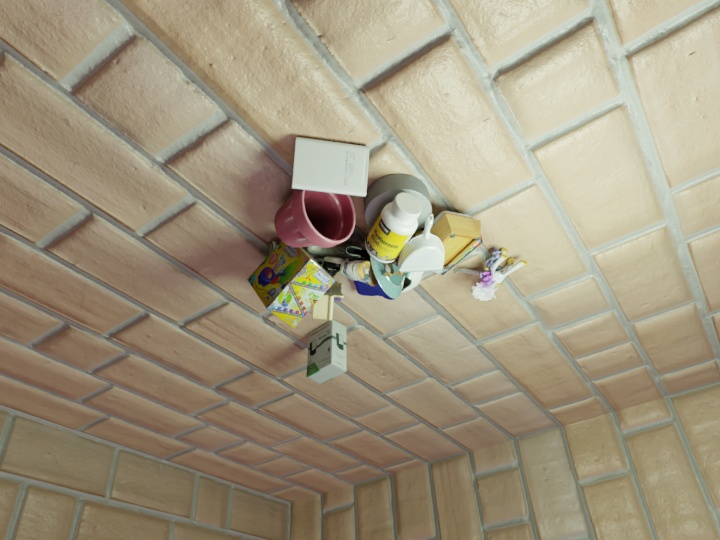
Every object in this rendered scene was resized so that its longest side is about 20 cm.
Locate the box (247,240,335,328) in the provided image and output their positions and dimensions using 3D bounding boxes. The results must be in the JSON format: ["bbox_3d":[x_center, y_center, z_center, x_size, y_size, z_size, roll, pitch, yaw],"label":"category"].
[{"bbox_3d":[-0.213,0.030,1.701,0.193,0.200,0.122,-48,127,-1],"label":"box"}]

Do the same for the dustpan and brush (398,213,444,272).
[{"bbox_3d":[0.185,-0.077,1.592,0.138,0.058,0.201,-3,146,-9],"label":"dustpan and brush"}]

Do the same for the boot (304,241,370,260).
[{"bbox_3d":[-0.062,-0.071,1.738,0.198,0.069,0.130,9,180,-25],"label":"boot"}]

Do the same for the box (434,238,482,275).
[{"bbox_3d":[0.293,-0.067,1.847,0.109,0.035,0.200,20,136,-28],"label":"box"}]

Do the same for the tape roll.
[{"bbox_3d":[0.109,-0.188,1.654,0.197,0.067,0.201,-2,142,-1],"label":"tape roll"}]

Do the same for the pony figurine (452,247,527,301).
[{"bbox_3d":[0.437,0.020,1.897,0.191,0.167,0.201,13,124,-32],"label":"pony figurine"}]

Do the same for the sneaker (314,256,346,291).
[{"bbox_3d":[-0.099,0.017,1.787,0.072,0.114,0.200,8,176,-22],"label":"sneaker"}]

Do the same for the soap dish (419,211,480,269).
[{"bbox_3d":[0.255,-0.085,1.699,0.156,0.082,0.200,5,141,-39],"label":"soap dish"}]

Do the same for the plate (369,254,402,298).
[{"bbox_3d":[0.089,-0.011,1.764,0.025,0.202,0.200,-19,140,25],"label":"plate"}]

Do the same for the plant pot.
[{"bbox_3d":[-0.144,-0.150,1.596,0.178,0.202,0.199,-19,142,42],"label":"plant pot"}]

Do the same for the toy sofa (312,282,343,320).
[{"bbox_3d":[-0.109,0.099,1.888,0.096,0.200,0.084,5,102,-5],"label":"toy sofa"}]

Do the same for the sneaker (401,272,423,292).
[{"bbox_3d":[0.177,-0.009,1.833,0.075,0.088,0.202,30,126,20],"label":"sneaker"}]

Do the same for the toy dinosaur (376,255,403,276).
[{"bbox_3d":[0.113,-0.029,1.702,0.199,0.107,0.060,27,145,-30],"label":"toy dinosaur"}]

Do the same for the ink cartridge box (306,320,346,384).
[{"bbox_3d":[-0.129,0.311,2.158,0.146,0.202,0.083,-33,131,31],"label":"ink cartridge box"}]

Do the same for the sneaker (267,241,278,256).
[{"bbox_3d":[-0.231,-0.018,1.839,0.144,0.077,0.204,-5,134,-12],"label":"sneaker"}]

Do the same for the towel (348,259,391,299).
[{"bbox_3d":[0.043,0.021,1.904,0.146,0.050,0.201,8,147,17],"label":"towel"}]

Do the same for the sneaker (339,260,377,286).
[{"bbox_3d":[0.000,0.000,1.740,0.087,0.076,0.200,8,171,20],"label":"sneaker"}]

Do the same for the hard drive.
[{"bbox_3d":[-0.079,-0.274,1.488,0.197,0.134,0.025,5,177,-11],"label":"hard drive"}]

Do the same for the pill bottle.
[{"bbox_3d":[0.096,-0.123,1.593,0.110,0.112,0.201,11,139,-18],"label":"pill bottle"}]

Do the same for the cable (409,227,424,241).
[{"bbox_3d":[0.238,-0.121,1.754,0.197,0.051,0.097,-12,169,0],"label":"cable"}]
